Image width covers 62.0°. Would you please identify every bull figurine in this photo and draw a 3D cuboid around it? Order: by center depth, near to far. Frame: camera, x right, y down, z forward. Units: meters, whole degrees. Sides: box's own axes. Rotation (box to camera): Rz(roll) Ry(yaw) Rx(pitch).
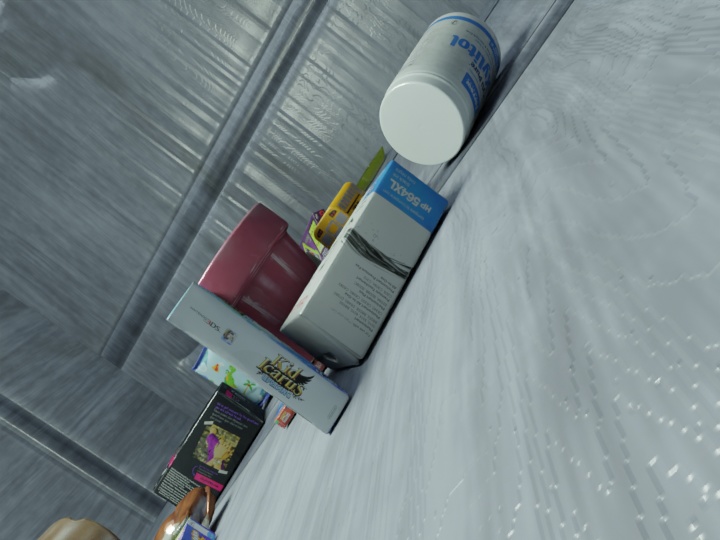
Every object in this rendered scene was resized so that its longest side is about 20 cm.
[{"bbox_3d":[-0.275,0.413,0.877,0.204,0.064,0.122,-61,12,11],"label":"bull figurine"}]

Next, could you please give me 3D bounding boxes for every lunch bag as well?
[{"bbox_3d":[-0.233,0.171,1.258,0.129,0.168,0.200,-54,5,12],"label":"lunch bag"}]

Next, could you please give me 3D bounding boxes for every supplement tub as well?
[{"bbox_3d":[0.118,-0.264,0.859,0.132,0.130,0.203,-48,12,52],"label":"supplement tub"}]

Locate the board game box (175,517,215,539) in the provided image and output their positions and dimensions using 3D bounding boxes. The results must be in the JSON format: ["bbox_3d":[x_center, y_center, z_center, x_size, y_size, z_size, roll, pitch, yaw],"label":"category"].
[{"bbox_3d":[-0.258,0.430,0.734,0.203,0.044,0.134,-58,6,-2],"label":"board game box"}]

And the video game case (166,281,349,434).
[{"bbox_3d":[-0.106,0.086,0.634,0.046,0.179,0.200,-55,6,-9],"label":"video game case"}]

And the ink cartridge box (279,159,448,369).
[{"bbox_3d":[0.000,0.000,0.681,0.203,0.083,0.146,-58,7,-19],"label":"ink cartridge box"}]

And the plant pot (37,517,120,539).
[{"bbox_3d":[-0.402,0.447,0.765,0.202,0.198,0.199,-53,4,25],"label":"plant pot"}]

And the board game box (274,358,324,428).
[{"bbox_3d":[-0.055,0.115,0.835,0.203,0.019,0.103,-57,5,5],"label":"board game box"}]

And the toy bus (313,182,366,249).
[{"bbox_3d":[-0.015,-0.088,0.975,0.066,0.077,0.201,-53,6,22],"label":"toy bus"}]

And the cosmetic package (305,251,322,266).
[{"bbox_3d":[-0.100,0.084,0.956,0.203,0.106,0.090,-56,6,-14],"label":"cosmetic package"}]

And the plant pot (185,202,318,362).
[{"bbox_3d":[-0.124,0.043,0.827,0.202,0.177,0.200,-54,6,8],"label":"plant pot"}]

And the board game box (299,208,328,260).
[{"bbox_3d":[-0.067,-0.017,1.085,0.032,0.123,0.200,-21,-11,-20],"label":"board game box"}]

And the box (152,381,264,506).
[{"bbox_3d":[-0.271,0.323,1.091,0.203,0.105,0.122,-57,7,-8],"label":"box"}]

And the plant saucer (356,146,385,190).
[{"bbox_3d":[0.041,-0.438,2.730,0.203,0.047,0.200,-60,7,-24],"label":"plant saucer"}]
